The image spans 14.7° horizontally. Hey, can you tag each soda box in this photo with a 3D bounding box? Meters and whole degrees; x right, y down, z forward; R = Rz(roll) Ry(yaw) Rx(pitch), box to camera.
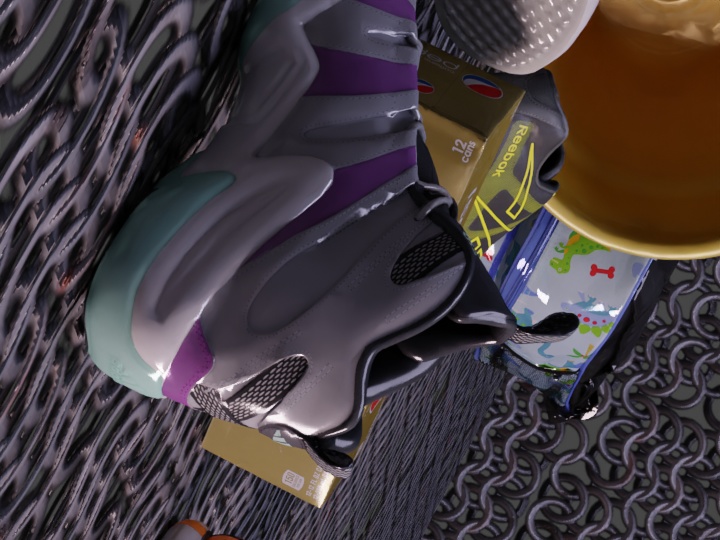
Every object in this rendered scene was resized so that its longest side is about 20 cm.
[{"bbox_3d":[0.000,0.000,1.229,0.200,0.064,0.068,-67,173,27],"label":"soda box"}]

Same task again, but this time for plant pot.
[{"bbox_3d":[0.185,-0.138,1.641,0.189,0.200,0.201,-81,-168,-57],"label":"plant pot"}]

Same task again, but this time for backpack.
[{"bbox_3d":[0.137,-0.022,1.825,0.183,0.147,0.200,-62,178,-17],"label":"backpack"}]

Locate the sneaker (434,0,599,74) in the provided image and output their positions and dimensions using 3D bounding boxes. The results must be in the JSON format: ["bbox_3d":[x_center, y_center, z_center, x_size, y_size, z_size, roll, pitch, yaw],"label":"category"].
[{"bbox_3d":[0.093,-0.178,1.198,0.105,0.075,0.200,-51,163,-37],"label":"sneaker"}]

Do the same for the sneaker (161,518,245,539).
[{"bbox_3d":[-0.079,0.219,1.263,0.200,0.112,0.078,-62,173,-13],"label":"sneaker"}]

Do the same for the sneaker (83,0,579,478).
[{"bbox_3d":[0.014,-0.024,0.910,0.200,0.140,0.078,-61,173,-16],"label":"sneaker"}]

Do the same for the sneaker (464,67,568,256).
[{"bbox_3d":[0.055,-0.034,1.330,0.200,0.084,0.075,97,-21,-69],"label":"sneaker"}]
